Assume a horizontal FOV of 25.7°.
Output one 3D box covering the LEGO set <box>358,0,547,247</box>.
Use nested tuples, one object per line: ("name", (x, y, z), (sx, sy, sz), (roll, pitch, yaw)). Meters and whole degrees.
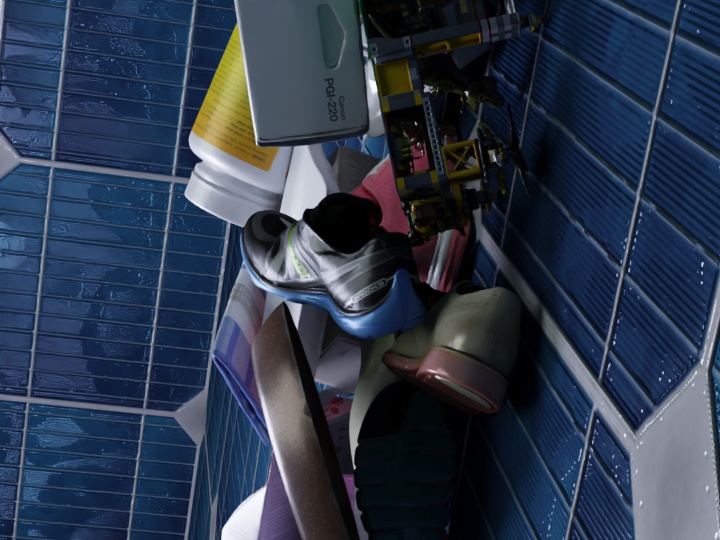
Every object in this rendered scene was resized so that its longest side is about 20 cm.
("LEGO set", (0.070, -0.122, 1.032), (0.154, 0.114, 0.202), (65, -165, -72))

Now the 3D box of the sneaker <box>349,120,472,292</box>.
("sneaker", (0.030, -0.063, 1.200), (0.201, 0.086, 0.074), (-98, 18, -56))

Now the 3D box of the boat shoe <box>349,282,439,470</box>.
("boat shoe", (0.030, 0.079, 1.197), (0.074, 0.062, 0.204), (-33, 50, 52))

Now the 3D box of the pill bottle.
("pill bottle", (-0.077, -0.141, 1.355), (0.109, 0.108, 0.202), (-123, 57, -75))

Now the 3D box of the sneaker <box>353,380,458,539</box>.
("sneaker", (0.028, 0.181, 1.108), (0.088, 0.073, 0.202), (105, 168, -62))

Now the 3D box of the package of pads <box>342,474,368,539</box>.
("package of pads", (-0.007, 0.261, 1.240), (0.201, 0.075, 0.122), (108, 167, -50))

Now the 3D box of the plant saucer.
("plant saucer", (-0.037, 0.122, 1.078), (0.200, 0.034, 0.203), (-17, -90, -89))

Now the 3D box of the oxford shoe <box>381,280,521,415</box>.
("oxford shoe", (0.066, 0.048, 1.028), (0.074, 0.070, 0.200), (-63, 11, -7))

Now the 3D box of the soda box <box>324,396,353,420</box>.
("soda box", (-0.042, 0.202, 1.501), (0.201, 0.069, 0.064), (107, 166, -47))

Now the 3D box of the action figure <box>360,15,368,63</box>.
("action figure", (0.030, -0.236, 1.252), (0.200, 0.069, 0.131), (80, -150, -69))

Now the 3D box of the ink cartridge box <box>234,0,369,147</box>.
("ink cartridge box", (-0.042, -0.190, 1.116), (0.200, 0.084, 0.147), (-98, 0, -66))

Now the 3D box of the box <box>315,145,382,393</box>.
("box", (0.000, 0.000, 1.324), (0.068, 0.081, 0.202), (-46, 33, 45))

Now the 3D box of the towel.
("towel", (-0.073, 0.038, 1.420), (0.148, 0.024, 0.202), (64, -145, -45))

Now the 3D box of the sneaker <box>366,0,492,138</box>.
("sneaker", (0.035, -0.166, 1.209), (0.085, 0.073, 0.200), (53, 157, 0))

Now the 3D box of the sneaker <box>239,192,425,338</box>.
("sneaker", (-0.017, -0.015, 1.057), (0.199, 0.070, 0.084), (23, 117, 58))

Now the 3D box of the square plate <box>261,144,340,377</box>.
("square plate", (-0.045, -0.001, 1.249), (0.200, 0.028, 0.200), (-110, 30, -67))

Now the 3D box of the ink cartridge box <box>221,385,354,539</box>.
("ink cartridge box", (-0.048, 0.181, 1.342), (0.160, 0.050, 0.203), (-17, -60, -51))
